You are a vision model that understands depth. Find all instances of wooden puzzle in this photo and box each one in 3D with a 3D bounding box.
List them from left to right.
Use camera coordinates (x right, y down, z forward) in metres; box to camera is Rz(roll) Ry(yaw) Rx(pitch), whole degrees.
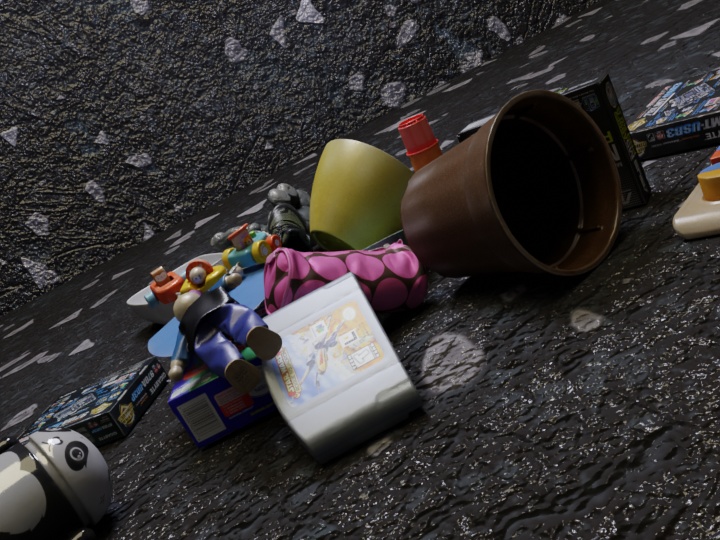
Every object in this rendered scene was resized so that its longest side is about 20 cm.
[{"bbox_3d":[0.431,-0.111,0.779,0.184,0.047,0.200,-12,22,43],"label":"wooden puzzle"}]

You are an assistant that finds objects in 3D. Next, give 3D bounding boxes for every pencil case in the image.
[{"bbox_3d":[-0.021,0.009,0.930,0.199,0.095,0.091,-2,-16,-30],"label":"pencil case"}]

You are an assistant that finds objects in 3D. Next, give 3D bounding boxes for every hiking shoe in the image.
[{"bbox_3d":[-0.104,-0.043,1.214,0.075,0.101,0.201,2,51,-20],"label":"hiking shoe"}]

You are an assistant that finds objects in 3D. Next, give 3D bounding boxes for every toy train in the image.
[{"bbox_3d":[-0.209,-0.014,1.046,0.199,0.056,0.150,-33,23,-14],"label":"toy train"}]

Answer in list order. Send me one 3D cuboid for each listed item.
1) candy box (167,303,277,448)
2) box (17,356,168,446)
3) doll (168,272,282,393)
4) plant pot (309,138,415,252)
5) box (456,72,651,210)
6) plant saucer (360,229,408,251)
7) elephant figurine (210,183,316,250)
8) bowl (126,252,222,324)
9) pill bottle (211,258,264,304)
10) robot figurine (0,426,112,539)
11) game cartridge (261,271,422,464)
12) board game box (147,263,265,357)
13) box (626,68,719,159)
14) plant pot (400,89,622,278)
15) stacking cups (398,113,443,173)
[{"bbox_3d":[-0.136,0.113,0.951,0.168,0.077,0.200,-27,14,3],"label":"candy box"},{"bbox_3d":[-0.403,0.213,1.132,0.199,0.046,0.159,-23,17,17],"label":"box"},{"bbox_3d":[-0.164,0.067,0.837,0.137,0.048,0.200,-56,36,-5],"label":"doll"},{"bbox_3d":[-0.004,-0.094,1.236,0.199,0.200,0.143,0,57,59],"label":"plant pot"},{"bbox_3d":[0.242,-0.137,0.963,0.199,0.161,0.044,-14,19,38],"label":"box"},{"bbox_3d":[0.000,0.000,1.079,0.199,0.036,0.200,-30,-3,-2],"label":"plant saucer"},{"bbox_3d":[-0.167,-0.059,1.471,0.141,0.156,0.200,8,-47,-49],"label":"elephant figurine"},{"bbox_3d":[-0.354,0.044,1.533,0.200,0.075,0.199,-37,18,-27],"label":"bowl"},{"bbox_3d":[-0.202,0.030,1.253,0.113,0.114,0.200,-13,21,41],"label":"pill bottle"},{"bbox_3d":[-0.356,0.252,0.786,0.200,0.151,0.125,-37,6,-30],"label":"robot figurine"},{"bbox_3d":[-0.032,0.093,0.776,0.132,0.042,0.200,-25,41,-4],"label":"game cartridge"},{"bbox_3d":[-0.171,0.061,0.968,0.157,0.039,0.200,-7,30,40],"label":"board game box"},{"bbox_3d":[0.483,-0.228,1.056,0.198,0.050,0.200,-9,25,50],"label":"box"},{"bbox_3d":[0.159,-0.080,0.887,0.200,0.201,0.198,-37,11,-31],"label":"plant pot"},{"bbox_3d":[0.104,-0.109,1.024,0.060,0.201,0.061,-25,18,9],"label":"stacking cups"}]
